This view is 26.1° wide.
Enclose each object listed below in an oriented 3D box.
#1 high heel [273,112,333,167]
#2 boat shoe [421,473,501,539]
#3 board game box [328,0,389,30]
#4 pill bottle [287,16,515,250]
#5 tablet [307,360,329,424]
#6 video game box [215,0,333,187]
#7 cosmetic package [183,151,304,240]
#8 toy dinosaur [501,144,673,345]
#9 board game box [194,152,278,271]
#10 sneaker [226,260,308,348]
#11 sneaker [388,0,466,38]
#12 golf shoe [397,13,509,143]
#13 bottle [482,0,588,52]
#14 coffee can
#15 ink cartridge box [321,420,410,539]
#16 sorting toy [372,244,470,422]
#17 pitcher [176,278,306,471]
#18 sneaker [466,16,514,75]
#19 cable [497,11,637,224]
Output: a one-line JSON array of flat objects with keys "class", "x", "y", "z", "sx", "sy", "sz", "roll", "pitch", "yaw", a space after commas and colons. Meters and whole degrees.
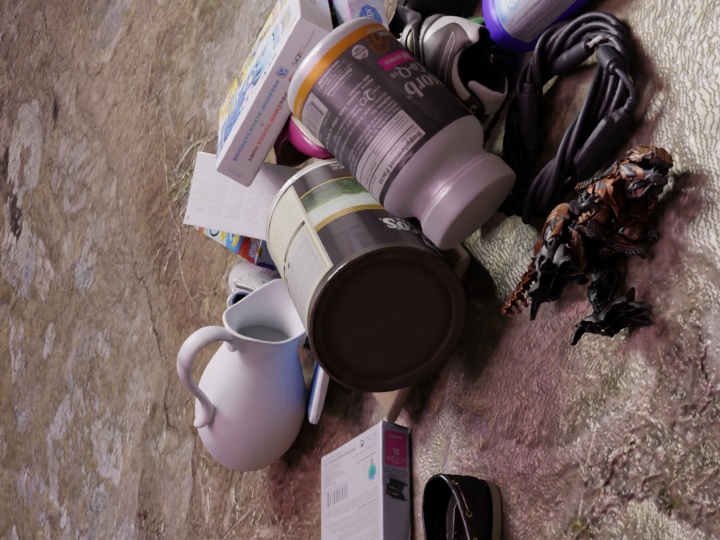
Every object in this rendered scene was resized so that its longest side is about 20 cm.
[{"class": "high heel", "x": -0.057, "y": -0.122, "z": 1.597, "sx": 0.200, "sy": 0.067, "sz": 0.097, "roll": -125, "pitch": 46, "yaw": -63}, {"class": "boat shoe", "x": 0.088, "y": 0.273, "z": 1.338, "sx": 0.074, "sy": 0.063, "sz": 0.203, "roll": -36, "pitch": 48, "yaw": 47}, {"class": "board game box", "x": -0.015, "y": -0.229, "z": 1.672, "sx": 0.201, "sy": 0.041, "sz": 0.200, "roll": 102, "pitch": 163, "yaw": -44}, {"class": "pill bottle", "x": 0.037, "y": -0.121, "z": 1.384, "sx": 0.200, "sy": 0.116, "sz": 0.117, "roll": 46, "pitch": 125, "yaw": 15}, {"class": "tablet", "x": -0.030, "y": 0.057, "z": 1.651, "sx": 0.130, "sy": 0.014, "sz": 0.201, "roll": -136, "pitch": 58, "yaw": -85}, {"class": "video game box", "x": -0.092, "y": -0.203, "z": 1.621, "sx": 0.183, "sy": 0.047, "sz": 0.200, "roll": -57, "pitch": 16, "yaw": 17}, {"class": "cosmetic package", "x": -0.098, "y": -0.072, "z": 1.654, "sx": 0.199, "sy": 0.050, "sz": 0.083, "roll": 13, "pitch": 89, "yaw": 40}, {"class": "toy dinosaur", "x": 0.189, "y": -0.016, "z": 1.285, "sx": 0.201, "sy": 0.101, "sz": 0.136, "roll": 107, "pitch": 174, "yaw": -46}, {"class": "board game box", "x": -0.101, "y": -0.065, "z": 1.797, "sx": 0.200, "sy": 0.102, "sz": 0.106, "roll": 27, "pitch": 101, "yaw": 62}, {"class": "sneaker", "x": -0.118, "y": 0.027, "z": 1.805, "sx": 0.200, "sy": 0.087, "sz": 0.075, "roll": 32, "pitch": 107, "yaw": 62}, {"class": "sneaker", "x": 0.071, "y": -0.235, "z": 1.593, "sx": 0.201, "sy": 0.074, "sz": 0.107, "roll": 117, "pitch": 154, "yaw": -42}, {"class": "golf shoe", "x": 0.096, "y": -0.139, "z": 1.451, "sx": 0.094, "sy": 0.078, "sz": 0.201, "roll": 5, "pitch": 119, "yaw": 39}, {"class": "bottle", "x": 0.189, "y": -0.280, "z": 1.403, "sx": 0.200, "sy": 0.065, "sz": 0.084, "roll": -40, "pitch": 43, "yaw": 48}, {"class": "coffee can", "x": 0.000, "y": 0.000, "z": 1.453, "sx": 0.147, "sy": 0.146, "sz": 0.200, "roll": -65, "pitch": 25, "yaw": 19}, {"class": "ink cartridge box", "x": 0.004, "y": 0.262, "z": 1.519, "sx": 0.119, "sy": 0.042, "sz": 0.201, "roll": -37, "pitch": 44, "yaw": 50}, {"class": "sorting toy", "x": 0.045, "y": 0.031, "z": 1.564, "sx": 0.186, "sy": 0.036, "sz": 0.200, "roll": -66, "pitch": 24, "yaw": 18}, {"class": "pitcher", "x": -0.133, "y": 0.125, "z": 1.674, "sx": 0.121, "sy": 0.171, "sz": 0.201, "roll": 43, "pitch": 135, "yaw": 35}, {"class": "sneaker", "x": 0.079, "y": -0.164, "z": 1.544, "sx": 0.200, "sy": 0.078, "sz": 0.085, "roll": -50, "pitch": 16, "yaw": 12}, {"class": "cable", "x": 0.170, "y": -0.135, "z": 1.386, "sx": 0.200, "sy": 0.051, "sz": 0.164, "roll": -57, "pitch": 33, "yaw": 33}]
